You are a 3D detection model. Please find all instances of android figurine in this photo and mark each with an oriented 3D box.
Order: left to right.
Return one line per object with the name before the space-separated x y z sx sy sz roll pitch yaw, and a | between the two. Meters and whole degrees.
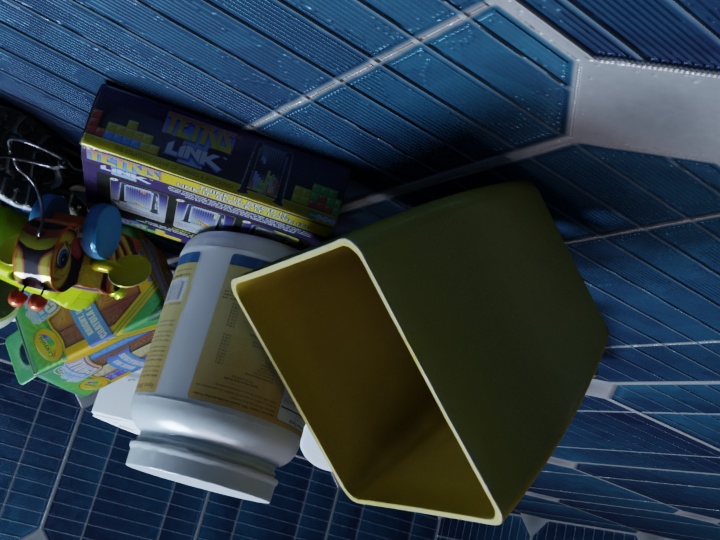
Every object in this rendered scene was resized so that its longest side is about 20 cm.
android figurine | -0.316 -0.031 0.865 0.200 0.041 0.182 33 -164 -29

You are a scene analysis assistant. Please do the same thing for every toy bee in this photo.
toy bee | -0.254 -0.013 0.739 0.131 0.109 0.200 4 160 32

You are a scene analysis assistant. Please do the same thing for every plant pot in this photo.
plant pot | 0.057 0.041 0.651 0.200 0.176 0.200 -16 104 60

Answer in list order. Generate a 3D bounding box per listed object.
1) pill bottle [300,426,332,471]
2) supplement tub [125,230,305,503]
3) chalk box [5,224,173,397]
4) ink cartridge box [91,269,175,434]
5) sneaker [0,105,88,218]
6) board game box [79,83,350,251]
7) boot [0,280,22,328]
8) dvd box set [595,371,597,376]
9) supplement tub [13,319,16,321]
pill bottle | -0.023 0.120 0.973 0.113 0.200 0.113 -2 120 -3
supplement tub | -0.108 0.083 0.758 0.145 0.200 0.145 14 162 4
chalk box | -0.305 0.055 0.997 0.200 0.125 0.124 -27 159 -2
ink cartridge box | -0.252 0.113 1.163 0.083 0.200 0.147 10 162 16
sneaker | -0.306 -0.082 0.807 0.089 0.079 0.200 4 160 25
board game box | -0.125 -0.066 0.744 0.200 0.057 0.165 18 161 -11
boot | -0.429 -0.018 0.926 0.072 0.200 0.144 -26 178 -45
dvd box set | 0.159 0.094 0.947 0.146 0.029 0.200 -8 163 24
supplement tub | -0.472 -0.023 1.043 0.200 0.132 0.132 13 163 10
